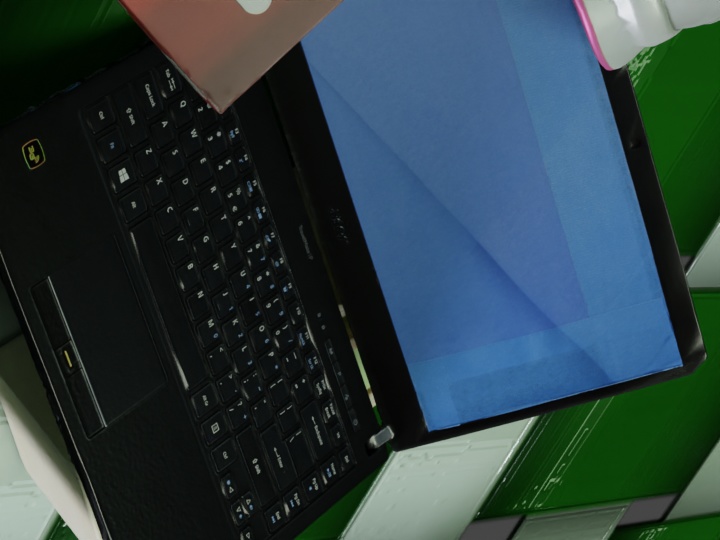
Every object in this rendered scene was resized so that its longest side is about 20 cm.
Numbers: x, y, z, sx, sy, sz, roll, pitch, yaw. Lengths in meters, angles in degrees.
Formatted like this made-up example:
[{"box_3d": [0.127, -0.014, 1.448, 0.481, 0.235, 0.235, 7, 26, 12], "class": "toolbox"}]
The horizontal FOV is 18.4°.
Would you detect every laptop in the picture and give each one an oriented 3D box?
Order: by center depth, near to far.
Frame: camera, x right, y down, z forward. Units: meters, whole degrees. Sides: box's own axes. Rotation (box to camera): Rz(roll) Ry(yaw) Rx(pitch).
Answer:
[{"box_3d": [0.000, 0.000, 0.713, 0.200, 0.103, 0.178, -36, 115, -41], "class": "laptop"}]

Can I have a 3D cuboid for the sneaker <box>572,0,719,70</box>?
[{"box_3d": [0.139, -0.139, 0.739, 0.082, 0.088, 0.200, 62, 40, -31], "class": "sneaker"}]

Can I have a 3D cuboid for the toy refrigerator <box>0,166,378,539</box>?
[{"box_3d": [-0.029, 0.022, 0.816, 0.199, 0.070, 0.076, -32, 147, -19], "class": "toy refrigerator"}]

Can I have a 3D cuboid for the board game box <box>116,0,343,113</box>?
[{"box_3d": [-0.001, -0.150, 0.647, 0.200, 0.019, 0.103, -43, 119, -2], "class": "board game box"}]
